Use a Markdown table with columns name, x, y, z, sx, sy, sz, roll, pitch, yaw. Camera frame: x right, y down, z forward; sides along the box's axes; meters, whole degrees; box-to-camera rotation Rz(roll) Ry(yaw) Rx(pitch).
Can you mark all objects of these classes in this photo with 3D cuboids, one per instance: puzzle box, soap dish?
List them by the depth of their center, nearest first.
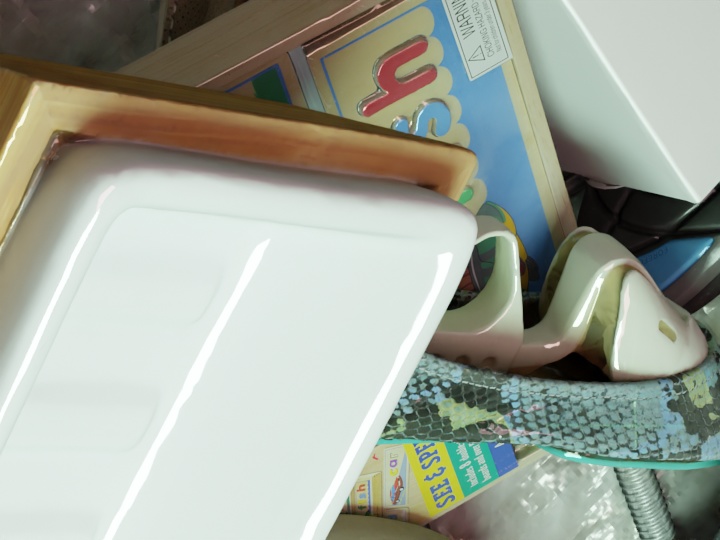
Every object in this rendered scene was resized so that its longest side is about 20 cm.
| name | x | y | z | sx | sy | sz | roll | pitch | yaw |
| --- | --- | --- | --- | --- | --- | --- | --- | --- | --- |
| soap dish | -0.074 | 0.039 | 0.662 | 0.157 | 0.081 | 0.200 | 5 | 119 | -51 |
| puzzle box | 0.000 | 0.000 | 0.795 | 0.133 | 0.025 | 0.200 | -29 | 132 | -9 |

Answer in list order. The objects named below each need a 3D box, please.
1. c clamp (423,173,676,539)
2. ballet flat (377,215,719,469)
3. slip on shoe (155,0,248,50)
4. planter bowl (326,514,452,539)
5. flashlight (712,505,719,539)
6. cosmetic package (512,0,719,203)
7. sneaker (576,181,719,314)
| name | x | y | z | sx | sy | sz | roll | pitch | yaw |
| --- | --- | --- | --- | --- | --- | --- | --- | --- | --- |
| c clamp | 0.069 | 0.064 | 0.915 | 0.170 | 0.027 | 0.201 | -23 | 113 | -16 |
| ballet flat | 0.047 | 0.019 | 0.773 | 0.199 | 0.074 | 0.075 | 2 | 105 | -34 |
| slip on shoe | -0.030 | -0.015 | 0.823 | 0.076 | 0.061 | 0.201 | 1 | 105 | -16 |
| planter bowl | -0.015 | 0.195 | 0.824 | 0.199 | 0.135 | 0.201 | -12 | 130 | -15 |
| flashlight | 0.129 | 0.119 | 0.862 | 0.068 | 0.068 | 0.200 | -24 | 157 | -10 |
| cosmetic package | 0.049 | -0.123 | 0.801 | 0.085 | 0.107 | 0.200 | -46 | 120 | -15 |
| sneaker | 0.152 | -0.049 | 0.886 | 0.200 | 0.073 | 0.082 | -48 | 134 | -8 |
